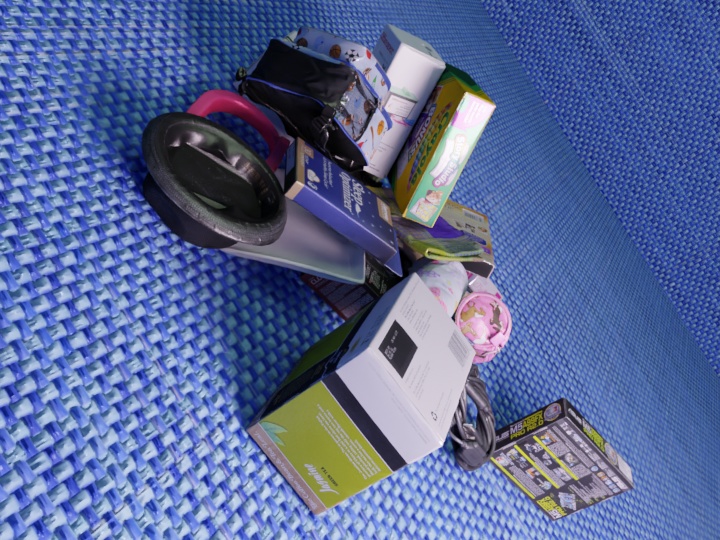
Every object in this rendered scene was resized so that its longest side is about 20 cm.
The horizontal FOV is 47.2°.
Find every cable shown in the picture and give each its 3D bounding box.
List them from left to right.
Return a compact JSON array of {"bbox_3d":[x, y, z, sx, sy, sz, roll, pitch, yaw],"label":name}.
[{"bbox_3d":[0.160,0.210,1.234,0.200,0.050,0.166,48,34,-56],"label":"cable"}]

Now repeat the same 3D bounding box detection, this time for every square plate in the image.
[{"bbox_3d":[-0.088,-0.064,1.109,0.194,0.029,0.202,13,39,-9],"label":"square plate"}]

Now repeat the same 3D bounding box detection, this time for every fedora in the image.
[{"bbox_3d":[-0.186,-0.090,0.982,0.199,0.091,0.203,30,37,-25],"label":"fedora"}]

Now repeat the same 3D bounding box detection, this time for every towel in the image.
[{"bbox_3d":[0.084,-0.074,1.247,0.142,0.023,0.200,2,31,-41],"label":"towel"}]

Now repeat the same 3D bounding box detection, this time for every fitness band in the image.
[{"bbox_3d":[-0.172,-0.182,1.126,0.142,0.038,0.201,33,31,-9],"label":"fitness band"}]

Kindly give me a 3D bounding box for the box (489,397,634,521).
[{"bbox_3d":[0.319,0.308,1.327,0.200,0.159,0.045,44,32,-22],"label":"box"}]

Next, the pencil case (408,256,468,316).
[{"bbox_3d":[0.090,0.041,1.153,0.090,0.084,0.200,38,28,2],"label":"pencil case"}]

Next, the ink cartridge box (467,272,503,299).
[{"bbox_3d":[0.152,-0.022,1.414,0.200,0.042,0.119,42,0,36],"label":"ink cartridge box"}]

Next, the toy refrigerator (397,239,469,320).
[{"bbox_3d":[0.094,0.017,1.352,0.200,0.075,0.070,45,30,-23],"label":"toy refrigerator"}]

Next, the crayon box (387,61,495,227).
[{"bbox_3d":[0.114,-0.193,1.240,0.057,0.202,0.173,20,23,-16],"label":"crayon box"}]

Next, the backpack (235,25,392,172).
[{"bbox_3d":[-0.045,-0.236,1.161,0.199,0.155,0.191,33,-12,34],"label":"backpack"}]

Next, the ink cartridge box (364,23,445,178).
[{"bbox_3d":[0.041,-0.271,1.307,0.083,0.202,0.145,22,22,-19],"label":"ink cartridge box"}]

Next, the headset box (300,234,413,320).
[{"bbox_3d":[0.000,0.000,1.215,0.200,0.077,0.150,44,31,-23],"label":"headset box"}]

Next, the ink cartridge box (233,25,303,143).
[{"bbox_3d":[-0.105,-0.297,1.343,0.147,0.084,0.201,51,29,-13],"label":"ink cartridge box"}]

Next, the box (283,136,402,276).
[{"bbox_3d":[-0.014,-0.084,1.084,0.199,0.032,0.122,35,26,-25],"label":"box"}]

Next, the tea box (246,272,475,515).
[{"bbox_3d":[0.007,0.138,0.953,0.134,0.196,0.200,52,29,-7],"label":"tea box"}]

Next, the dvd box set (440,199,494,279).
[{"bbox_3d":[0.145,-0.067,1.355,0.144,0.030,0.201,22,26,-6],"label":"dvd box set"}]

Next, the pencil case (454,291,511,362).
[{"bbox_3d":[0.181,0.090,1.250,0.200,0.081,0.088,68,35,-78],"label":"pencil case"}]

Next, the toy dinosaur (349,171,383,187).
[{"bbox_3d":[-0.026,-0.163,1.368,0.198,0.078,0.103,15,27,-35],"label":"toy dinosaur"}]
